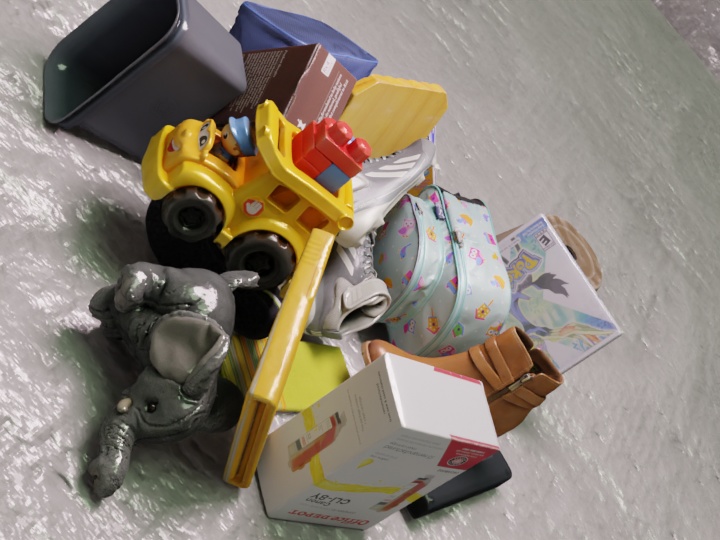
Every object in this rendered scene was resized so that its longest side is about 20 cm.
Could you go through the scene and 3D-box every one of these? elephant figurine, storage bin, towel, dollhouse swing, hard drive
[{"bbox_3d":[-0.169,0.099,1.245,0.141,0.155,0.201,24,35,-45],"label":"elephant figurine"},{"bbox_3d":[-0.227,-0.219,1.464,0.134,0.200,0.146,36,31,-42],"label":"storage bin"},{"bbox_3d":[-0.079,0.116,1.458,0.200,0.018,0.086,10,55,-49],"label":"towel"},{"bbox_3d":[-0.029,-0.179,1.611,0.200,0.176,0.182,-1,30,-48],"label":"dollhouse swing"},{"bbox_3d":[0.088,0.201,1.558,0.200,0.033,0.140,-4,61,-57],"label":"hard drive"}]

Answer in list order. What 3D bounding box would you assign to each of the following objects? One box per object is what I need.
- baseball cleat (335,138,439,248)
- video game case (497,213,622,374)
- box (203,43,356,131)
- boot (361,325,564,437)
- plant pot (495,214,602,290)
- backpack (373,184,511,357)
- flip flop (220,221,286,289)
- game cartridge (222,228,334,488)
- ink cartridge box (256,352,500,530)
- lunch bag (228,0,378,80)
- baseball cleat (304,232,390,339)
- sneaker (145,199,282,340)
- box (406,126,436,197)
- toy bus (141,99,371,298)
[{"bbox_3d":[0.015,-0.113,1.530,0.107,0.070,0.200,48,46,-10],"label":"baseball cleat"},{"bbox_3d":[0.198,0.059,1.701,0.183,0.200,0.022,58,14,12],"label":"video game case"},{"bbox_3d":[-0.108,-0.185,1.486,0.075,0.200,0.100,38,69,-36],"label":"box"},{"bbox_3d":[0.113,0.111,1.500,0.200,0.155,0.077,42,30,-17],"label":"boot"},{"bbox_3d":[0.219,0.023,1.791,0.200,0.173,0.201,32,37,-28],"label":"plant pot"},{"bbox_3d":[0.087,0.016,1.622,0.153,0.176,0.201,11,45,-37],"label":"backpack"},{"bbox_3d":[-0.129,-0.055,1.529,0.081,0.058,0.201,11,48,-47],"label":"flip flop"},{"bbox_3d":[-0.077,0.086,1.296,0.032,0.177,0.201,21,54,0],"label":"game cartridge"},{"bbox_3d":[0.014,0.176,1.335,0.145,0.200,0.084,18,47,-42],"label":"ink cartridge box"},{"bbox_3d":[-0.093,-0.245,1.703,0.200,0.133,0.136,4,30,-49],"label":"lunch bag"},{"bbox_3d":[0.000,0.000,1.545,0.200,0.106,0.070,-62,152,-27],"label":"baseball cleat"},{"bbox_3d":[-0.150,-0.006,1.444,0.200,0.072,0.083,51,24,1],"label":"sneaker"},{"bbox_3d":[0.080,-0.115,1.762,0.119,0.041,0.201,-84,171,-50],"label":"box"},{"bbox_3d":[-0.092,-0.100,1.357,0.200,0.192,0.136,36,29,-26],"label":"toy bus"}]
